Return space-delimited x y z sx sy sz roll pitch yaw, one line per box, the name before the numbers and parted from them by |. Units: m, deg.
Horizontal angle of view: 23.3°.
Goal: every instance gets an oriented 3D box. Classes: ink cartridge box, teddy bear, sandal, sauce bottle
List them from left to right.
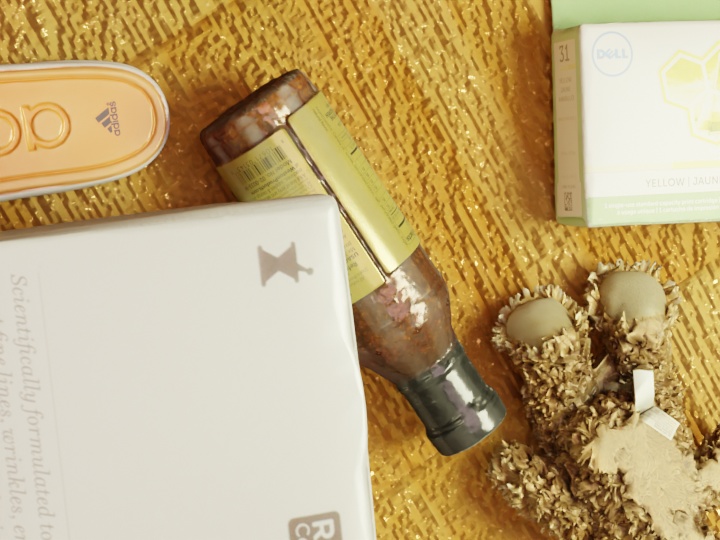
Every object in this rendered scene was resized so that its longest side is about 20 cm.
sandal | -0.184 -0.062 0.791 0.205 0.059 0.080 -13 94 -16
sauce bottle | 0.000 0.000 0.847 0.066 0.066 0.201 -35 100 -14
teddy bear | 0.135 0.095 0.896 0.145 0.067 0.201 -34 93 -19
ink cartridge box | 0.171 -0.126 0.907 0.144 0.048 0.202 -3 94 -16

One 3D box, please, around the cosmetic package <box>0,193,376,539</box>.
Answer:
cosmetic package | -0.103 0.060 0.745 0.164 0.200 0.166 -8 92 -17
